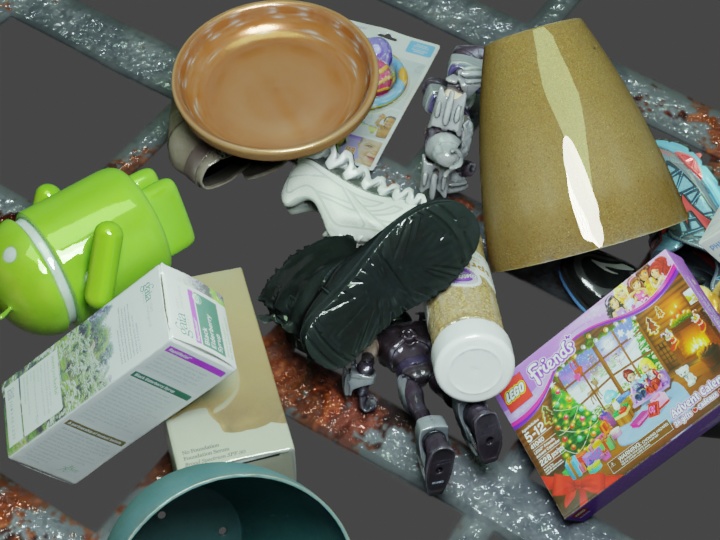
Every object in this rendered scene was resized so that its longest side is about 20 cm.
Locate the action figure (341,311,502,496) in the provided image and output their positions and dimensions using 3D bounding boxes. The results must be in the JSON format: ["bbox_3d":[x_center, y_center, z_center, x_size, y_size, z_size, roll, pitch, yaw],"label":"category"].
[{"bbox_3d":[0.053,0.098,1.440,0.129,0.070,0.200,-19,40,-8],"label":"action figure"}]

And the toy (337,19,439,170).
[{"bbox_3d":[-0.003,-0.196,1.682,0.114,0.047,0.201,18,54,12],"label":"toy"}]

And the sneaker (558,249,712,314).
[{"bbox_3d":[0.275,0.026,1.494,0.199,0.083,0.071,28,55,20],"label":"sneaker"}]

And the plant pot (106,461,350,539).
[{"bbox_3d":[-0.118,0.232,1.269,0.199,0.201,0.135,-21,19,-18],"label":"plant pot"}]

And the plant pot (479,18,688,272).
[{"bbox_3d":[0.181,-0.118,1.485,0.185,0.186,0.201,-15,91,-14],"label":"plant pot"}]

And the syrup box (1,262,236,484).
[{"bbox_3d":[-0.202,0.088,1.359,0.199,0.081,0.079,-35,48,23],"label":"syrup box"}]

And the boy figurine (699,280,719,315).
[{"bbox_3d":[0.277,0.065,1.409,0.199,0.064,0.125,-29,65,26],"label":"boy figurine"}]

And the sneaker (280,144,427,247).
[{"bbox_3d":[0.014,-0.048,1.561,0.199,0.075,0.081,30,75,18],"label":"sneaker"}]

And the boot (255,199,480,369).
[{"bbox_3d":[0.001,0.000,1.444,0.198,0.073,0.162,-43,20,-3],"label":"boot"}]

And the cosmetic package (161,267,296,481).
[{"bbox_3d":[-0.127,0.102,1.426,0.104,0.071,0.201,-13,53,-11],"label":"cosmetic package"}]

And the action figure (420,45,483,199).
[{"bbox_3d":[0.095,-0.150,1.588,0.069,0.131,0.200,20,33,-5],"label":"action figure"}]

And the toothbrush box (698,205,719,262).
[{"bbox_3d":[0.426,-0.022,1.485,0.200,0.085,0.147,41,56,-8],"label":"toothbrush box"}]

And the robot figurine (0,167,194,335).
[{"bbox_3d":[-0.252,-0.017,1.487,0.199,0.116,0.175,-30,31,-21],"label":"robot figurine"}]

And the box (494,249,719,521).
[{"bbox_3d":[0.220,0.098,1.377,0.200,0.039,0.137,-41,60,20],"label":"box"}]

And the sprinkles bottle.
[{"bbox_3d":[0.087,0.031,1.425,0.068,0.069,0.200,-2,31,-4],"label":"sprinkles bottle"}]

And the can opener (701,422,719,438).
[{"bbox_3d":[0.357,0.119,1.439,0.198,0.067,0.053,2,50,6],"label":"can opener"}]

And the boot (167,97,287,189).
[{"bbox_3d":[-0.100,-0.155,1.620,0.199,0.070,0.147,-29,43,-1],"label":"boot"}]

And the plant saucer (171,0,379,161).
[{"bbox_3d":[-0.081,-0.178,1.576,0.198,0.038,0.201,-1,54,1],"label":"plant saucer"}]

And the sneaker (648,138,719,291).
[{"bbox_3d":[0.305,-0.045,1.555,0.095,0.080,0.200,-27,57,-19],"label":"sneaker"}]
